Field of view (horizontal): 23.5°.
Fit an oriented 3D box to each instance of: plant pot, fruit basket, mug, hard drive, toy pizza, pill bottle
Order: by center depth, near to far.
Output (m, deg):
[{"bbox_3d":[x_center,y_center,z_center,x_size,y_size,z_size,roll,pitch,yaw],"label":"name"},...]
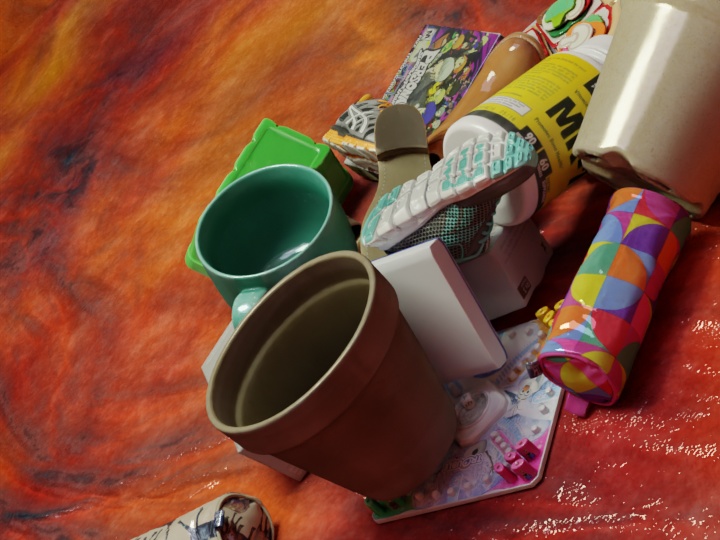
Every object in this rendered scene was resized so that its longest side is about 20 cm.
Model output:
[{"bbox_3d":[0.288,-0.156,1.561,0.184,0.200,0.200,-62,29,-6],"label":"plant pot"},{"bbox_3d":[-0.009,0.111,1.564,0.200,0.173,0.200,-35,30,24],"label":"plant pot"},{"bbox_3d":[0.028,0.054,1.633,0.200,0.132,0.025,-19,16,42],"label":"hard drive"},{"bbox_3d":[0.184,-0.139,1.658,0.200,0.115,0.114,-37,21,-28],"label":"pill bottle"},{"bbox_3d":[-0.089,-0.005,1.775,0.152,0.115,0.185,27,66,40],"label":"mug"},{"bbox_3d":[0.212,-0.244,1.929,0.200,0.032,0.201,-34,30,23],"label":"toy pizza"},{"bbox_3d":[-0.116,-0.059,2.072,0.216,0.155,0.216,-59,-15,-26],"label":"fruit basket"}]

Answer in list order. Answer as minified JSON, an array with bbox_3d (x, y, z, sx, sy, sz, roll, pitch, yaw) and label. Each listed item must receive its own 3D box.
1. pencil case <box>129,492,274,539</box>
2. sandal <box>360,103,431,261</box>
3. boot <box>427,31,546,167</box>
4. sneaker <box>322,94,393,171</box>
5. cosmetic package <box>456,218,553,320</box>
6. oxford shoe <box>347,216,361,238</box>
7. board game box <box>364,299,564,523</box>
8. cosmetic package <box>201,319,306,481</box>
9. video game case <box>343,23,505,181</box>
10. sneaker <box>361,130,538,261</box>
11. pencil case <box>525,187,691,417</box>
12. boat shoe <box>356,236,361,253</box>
[{"bbox_3d":[-0.182,0.290,1.730,0.200,0.078,0.090,-28,18,31],"label":"pencil case"},{"bbox_3d":[0.044,-0.059,1.725,0.077,0.070,0.212,-2,61,8],"label":"sandal"},{"bbox_3d":[0.112,-0.147,1.801,0.155,0.074,0.200,-33,-25,-53],"label":"boot"},{"bbox_3d":[0.021,-0.155,1.947,0.077,0.078,0.200,-55,27,-3],"label":"sneaker"},{"bbox_3d":[0.080,0.013,1.706,0.200,0.074,0.102,-25,20,34],"label":"cosmetic package"},{"bbox_3d":[-0.036,-0.009,1.912,0.200,0.074,0.071,-80,2,-52],"label":"oxford shoe"},{"bbox_3d":[0.102,0.128,1.600,0.200,0.026,0.200,-20,37,40],"label":"board game box"},{"bbox_3d":[-0.090,0.119,1.804,0.107,0.090,0.200,-55,29,12],"label":"cosmetic package"},{"bbox_3d":[0.078,-0.188,2.006,0.200,0.036,0.181,-59,28,-3],"label":"video game case"},{"bbox_3d":[0.096,-0.056,1.586,0.200,0.091,0.078,-28,30,40],"label":"sneaker"},{"bbox_3d":[0.221,0.024,1.513,0.088,0.088,0.200,-6,47,51],"label":"pencil case"},{"bbox_3d":[0.000,0.000,1.857,0.072,0.076,0.200,-20,37,41],"label":"boat shoe"}]
